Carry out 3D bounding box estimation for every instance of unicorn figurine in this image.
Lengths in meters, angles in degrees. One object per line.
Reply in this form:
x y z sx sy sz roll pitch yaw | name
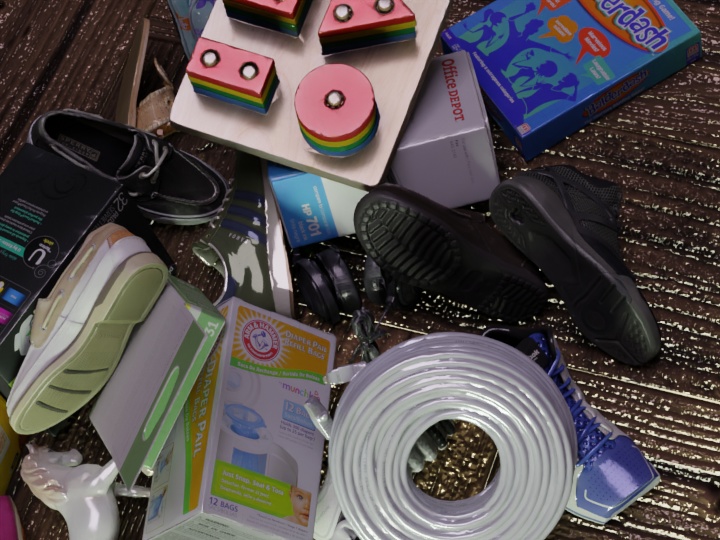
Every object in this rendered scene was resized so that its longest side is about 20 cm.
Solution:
-0.223 0.209 1.627 0.137 0.074 0.200 -10 57 2 | unicorn figurine

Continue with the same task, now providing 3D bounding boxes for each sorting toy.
-0.044 -0.196 1.640 0.199 0.070 0.200 18 75 9 | sorting toy

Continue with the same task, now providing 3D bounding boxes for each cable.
0.074 0.148 1.513 0.200 0.069 0.200 -23 98 6 | cable

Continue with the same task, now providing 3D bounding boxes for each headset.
0.000 0.000 1.686 0.123 0.094 0.200 -11 48 6 | headset

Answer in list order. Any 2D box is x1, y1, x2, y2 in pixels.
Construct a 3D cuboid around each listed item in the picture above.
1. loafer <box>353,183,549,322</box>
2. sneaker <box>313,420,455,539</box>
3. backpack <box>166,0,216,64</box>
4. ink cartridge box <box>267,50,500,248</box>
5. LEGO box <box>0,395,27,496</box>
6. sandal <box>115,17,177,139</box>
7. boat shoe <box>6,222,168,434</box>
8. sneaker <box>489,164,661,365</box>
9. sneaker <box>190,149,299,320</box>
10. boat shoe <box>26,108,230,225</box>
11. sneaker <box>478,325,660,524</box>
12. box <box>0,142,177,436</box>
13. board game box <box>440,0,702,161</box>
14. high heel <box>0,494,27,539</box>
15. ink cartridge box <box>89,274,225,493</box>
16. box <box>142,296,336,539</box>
0.076 -0.022 1.655 0.073 0.200 0.071 -43 30 30 | loafer
0.017 0.151 1.613 0.081 0.075 0.200 23 67 32 | sneaker
-0.077 -0.249 1.789 0.200 0.178 0.151 -16 40 -1 | backpack
0.018 -0.113 1.724 0.200 0.086 0.147 -13 34 3 | ink cartridge box
-0.376 0.188 1.627 0.077 0.149 0.200 9 63 17 | LEGO box
-0.204 -0.138 1.838 0.070 0.078 0.212 16 69 -15 | sandal
-0.242 0.050 1.607 0.200 0.075 0.068 -51 60 14 | boat shoe
0.211 -0.014 1.656 0.114 0.076 0.199 -30 76 -42 | sneaker
-0.115 -0.039 1.744 0.090 0.067 0.200 -11 65 2 | sneaker
-0.211 -0.096 1.753 0.200 0.064 0.071 18 74 -17 | boat shoe
0.155 0.116 1.574 0.081 0.115 0.199 -39 60 -10 | sneaker
-0.289 0.017 1.703 0.124 0.149 0.200 23 69 29 | box
0.199 -0.215 1.793 0.200 0.045 0.152 -31 59 -7 | board game box
-0.326 0.290 1.603 0.096 0.067 0.200 -7 62 -4 | high heel
-0.161 0.095 1.556 0.146 0.048 0.200 -64 23 5 | ink cartridge box
-0.101 0.140 1.597 0.101 0.112 0.200 -32 43 49 | box
